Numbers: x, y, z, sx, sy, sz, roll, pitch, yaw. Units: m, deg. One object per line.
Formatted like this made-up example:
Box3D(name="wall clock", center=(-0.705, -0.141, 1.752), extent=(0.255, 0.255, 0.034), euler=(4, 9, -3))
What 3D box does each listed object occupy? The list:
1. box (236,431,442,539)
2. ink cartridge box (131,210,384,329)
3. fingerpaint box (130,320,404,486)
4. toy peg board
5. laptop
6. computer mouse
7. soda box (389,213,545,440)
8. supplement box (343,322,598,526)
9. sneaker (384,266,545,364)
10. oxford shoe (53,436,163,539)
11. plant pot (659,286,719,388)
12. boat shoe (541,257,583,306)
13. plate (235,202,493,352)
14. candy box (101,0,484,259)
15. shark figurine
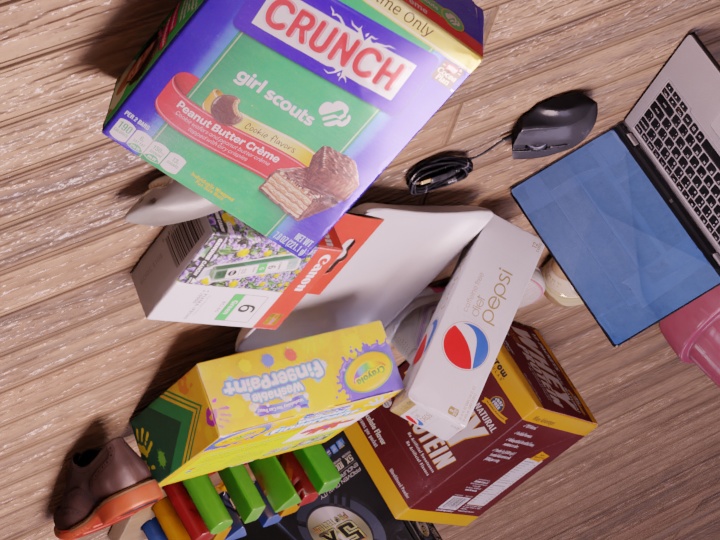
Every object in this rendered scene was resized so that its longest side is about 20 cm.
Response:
Box3D(name="box", center=(-0.032, 0.298, 2.075), extent=(0.199, 0.164, 0.086), euler=(-37, 157, 12))
Box3D(name="ink cartridge box", center=(-0.075, -0.004, 1.519), extent=(0.199, 0.051, 0.109), euler=(7, 136, -41))
Box3D(name="fingerpaint box", center=(-0.087, 0.122, 1.710), extent=(0.199, 0.074, 0.167), euler=(-12, 165, -32))
Box3D(name="toy peg board", center=(-0.129, 0.234, 1.904), extent=(0.199, 0.098, 0.200), euler=(-16, 152, -34))
Box3D(name="laptop", center=(0.267, -0.073, 1.687), extent=(0.115, 0.188, 0.200), euler=(-15, 152, -37))
Box3D(name="computer mouse", center=(0.130, -0.105, 1.647), extent=(0.199, 0.034, 0.059), euler=(-25, 157, -18))
Box3D(name="soda box", center=(0.100, 0.052, 1.732), extent=(0.201, 0.063, 0.068), euler=(-65, -174, -20))
Box3D(name="supplement box", center=(0.120, 0.165, 2.044), extent=(0.200, 0.133, 0.197), euler=(-39, 156, 15))
Box3D(name="sneaker", center=(0.109, 0.052, 1.862), extent=(0.199, 0.089, 0.082), euler=(-20, 155, -28))
Box3D(name="oxford shoe", center=(-0.244, 0.202, 1.742), extent=(0.071, 0.073, 0.200), euler=(-20, 173, -35))
Box3D(name="plant pot", center=(0.503, 0.088, 2.329), extent=(0.199, 0.180, 0.200), euler=(-26, 156, -13))
Box3D(name="boat shoe", center=(0.285, -0.017, 1.974), extent=(0.199, 0.072, 0.065), euler=(-20, 155, -25))
Box3D(name="plate", center=(0.000, 0.000, 1.689), extent=(0.199, 0.032, 0.200), euler=(-1, 141, -51))
Box3D(name="candy box", center=(-0.043, -0.130, 1.213), extent=(0.168, 0.077, 0.200), euler=(32, 119, -20))
Box3D(name="shark figurine", center=(-0.063, -0.089, 1.364), extent=(0.128, 0.090, 0.214), euler=(-5, 146, -51))
